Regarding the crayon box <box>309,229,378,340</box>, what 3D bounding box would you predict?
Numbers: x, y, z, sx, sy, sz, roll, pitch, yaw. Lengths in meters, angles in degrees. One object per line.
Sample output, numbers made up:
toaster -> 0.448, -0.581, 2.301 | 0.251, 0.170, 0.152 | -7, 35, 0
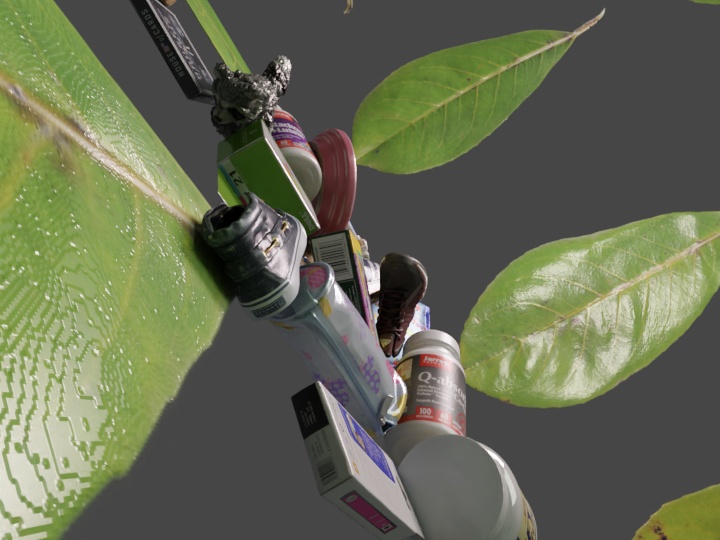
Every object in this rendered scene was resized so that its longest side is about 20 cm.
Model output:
crayon box -> -0.014, 0.057, 0.806 | 0.173, 0.057, 0.203 | 48, 32, -85

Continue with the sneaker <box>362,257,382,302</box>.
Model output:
sneaker -> 0.000, 0.000, 0.991 | 0.109, 0.070, 0.199 | 53, 29, 11

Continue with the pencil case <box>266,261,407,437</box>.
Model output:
pencil case -> -0.022, 0.087, 0.613 | 0.201, 0.082, 0.091 | 60, 11, -30

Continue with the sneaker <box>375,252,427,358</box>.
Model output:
sneaker -> 0.054, 0.071, 0.894 | 0.201, 0.075, 0.117 | 85, 21, -55

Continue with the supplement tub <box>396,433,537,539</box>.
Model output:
supplement tub -> 0.125, 0.288, 0.687 | 0.201, 0.144, 0.146 | 58, 4, -49

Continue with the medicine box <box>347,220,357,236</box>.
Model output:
medicine box -> -0.109, -0.159, 1.270 | 0.201, 0.102, 0.183 | 60, 3, -41

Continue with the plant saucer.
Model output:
plant saucer -> -0.071, -0.140, 0.993 | 0.200, 0.050, 0.204 | -16, -108, 62

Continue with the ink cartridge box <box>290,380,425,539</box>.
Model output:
ink cartridge box -> 0.003, 0.190, 0.546 | 0.201, 0.037, 0.095 | 55, 6, -46

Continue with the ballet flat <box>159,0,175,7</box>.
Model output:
ballet flat -> -0.333, -0.498, 0.900 | 0.071, 0.065, 0.200 | 62, 3, 17

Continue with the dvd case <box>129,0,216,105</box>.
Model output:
dvd case -> -0.260, -0.314, 0.845 | 0.152, 0.025, 0.200 | 60, 2, -14

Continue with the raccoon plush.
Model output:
raccoon plush -> -0.159, -0.279, 0.838 | 0.134, 0.095, 0.203 | 118, -14, -64

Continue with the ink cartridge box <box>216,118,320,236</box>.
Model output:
ink cartridge box -> -0.115, -0.091, 0.749 | 0.149, 0.075, 0.200 | 60, 2, -29

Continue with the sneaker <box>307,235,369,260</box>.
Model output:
sneaker -> -0.047, -0.043, 1.137 | 0.074, 0.115, 0.200 | 64, 6, 24

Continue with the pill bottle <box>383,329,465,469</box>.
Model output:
pill bottle -> 0.100, 0.191, 0.872 | 0.117, 0.114, 0.201 | 59, 25, -30

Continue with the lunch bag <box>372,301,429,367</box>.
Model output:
lunch bag -> 0.049, 0.117, 1.038 | 0.149, 0.095, 0.201 | 27, 24, -14

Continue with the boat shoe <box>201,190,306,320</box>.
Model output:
boat shoe -> -0.099, -0.041, 0.562 | 0.201, 0.070, 0.092 | -108, 173, -64

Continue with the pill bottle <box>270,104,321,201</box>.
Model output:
pill bottle -> -0.140, -0.196, 0.959 | 0.112, 0.110, 0.201 | 58, 4, -46

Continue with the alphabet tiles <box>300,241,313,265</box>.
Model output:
alphabet tiles -> -0.069, 0.009, 0.961 | 0.167, 0.008, 0.201 | 41, 16, -44
